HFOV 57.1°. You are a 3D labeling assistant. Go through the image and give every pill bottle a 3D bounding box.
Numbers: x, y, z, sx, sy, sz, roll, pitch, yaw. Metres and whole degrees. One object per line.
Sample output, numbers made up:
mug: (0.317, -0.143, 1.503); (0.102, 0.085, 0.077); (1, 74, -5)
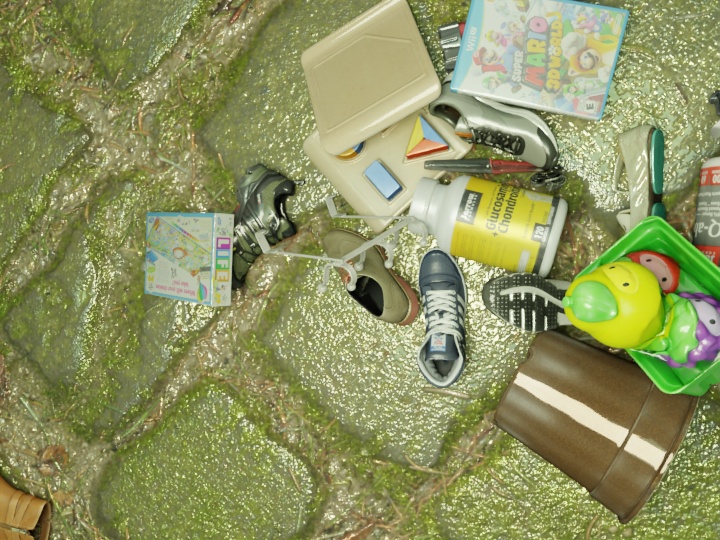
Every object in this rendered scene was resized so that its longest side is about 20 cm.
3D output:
pill bottle: (0.478, -0.037, 0.826); (0.116, 0.116, 0.200); (6, 93, 15)
pill bottle: (0.172, -0.066, 0.908); (0.200, 0.112, 0.112); (16, 96, 13)

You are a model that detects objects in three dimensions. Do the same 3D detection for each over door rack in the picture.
over door rack: (-0.025, -0.036, 0.919); (0.200, 0.148, 0.067); (21, 131, 43)

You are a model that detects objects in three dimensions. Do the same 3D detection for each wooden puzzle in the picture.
wooden puzzle: (0.034, -0.186, 0.974); (0.200, 0.046, 0.185); (-43, 82, 13)
wooden puzzle: (0.011, -0.280, 0.952); (0.185, 0.037, 0.200); (-27, 59, 19)

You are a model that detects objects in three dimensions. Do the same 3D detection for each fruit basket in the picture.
fruit basket: (0.327, 0.033, 0.751); (0.156, 0.216, 0.216); (-44, 81, 15)

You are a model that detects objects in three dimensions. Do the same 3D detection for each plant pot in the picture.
plant pot: (0.292, 0.181, 0.853); (0.198, 0.200, 0.200); (29, 99, 19)

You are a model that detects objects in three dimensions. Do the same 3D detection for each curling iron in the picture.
curling iron: (0.189, -0.142, 0.925); (0.200, 0.050, 0.026); (8, 127, 5)

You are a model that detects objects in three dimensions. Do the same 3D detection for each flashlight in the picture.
flashlight: (0.210, -0.329, 0.917); (0.200, 0.068, 0.068); (-12, 87, 10)

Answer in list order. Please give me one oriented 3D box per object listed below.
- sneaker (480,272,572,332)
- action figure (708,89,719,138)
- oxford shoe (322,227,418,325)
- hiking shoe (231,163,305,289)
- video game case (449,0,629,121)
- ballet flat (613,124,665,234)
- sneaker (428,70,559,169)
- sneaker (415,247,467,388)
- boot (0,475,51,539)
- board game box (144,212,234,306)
sneaker: (0.237, 0.044, 0.871); (0.200, 0.080, 0.074); (8, 89, -25)
action figure: (0.522, -0.200, 0.781); (0.200, 0.194, 0.105); (15, 138, 25)
oxford shoe: (0.000, 0.000, 0.951); (0.200, 0.075, 0.070); (43, 113, 34)
hiking shoe: (-0.155, -0.058, 1.013); (0.101, 0.076, 0.200); (20, 96, 17)
video game case: (0.232, -0.286, 0.868); (0.200, 0.018, 0.143); (14, 93, 10)
ballet flat: (0.375, -0.093, 0.889); (0.062, 0.067, 0.200); (-1, 88, 43)
sneaker: (0.181, -0.194, 0.910); (0.200, 0.074, 0.079); (37, 69, 17)
sneaker: (0.113, 0.067, 0.930); (0.070, 0.108, 0.200); (-5, 91, 14)
boot: (-0.619, 0.394, 1.152); (0.155, 0.077, 0.200); (5, 96, 16)
board game box: (-0.268, -0.022, 1.019); (0.200, 0.034, 0.135); (6, 94, 44)
